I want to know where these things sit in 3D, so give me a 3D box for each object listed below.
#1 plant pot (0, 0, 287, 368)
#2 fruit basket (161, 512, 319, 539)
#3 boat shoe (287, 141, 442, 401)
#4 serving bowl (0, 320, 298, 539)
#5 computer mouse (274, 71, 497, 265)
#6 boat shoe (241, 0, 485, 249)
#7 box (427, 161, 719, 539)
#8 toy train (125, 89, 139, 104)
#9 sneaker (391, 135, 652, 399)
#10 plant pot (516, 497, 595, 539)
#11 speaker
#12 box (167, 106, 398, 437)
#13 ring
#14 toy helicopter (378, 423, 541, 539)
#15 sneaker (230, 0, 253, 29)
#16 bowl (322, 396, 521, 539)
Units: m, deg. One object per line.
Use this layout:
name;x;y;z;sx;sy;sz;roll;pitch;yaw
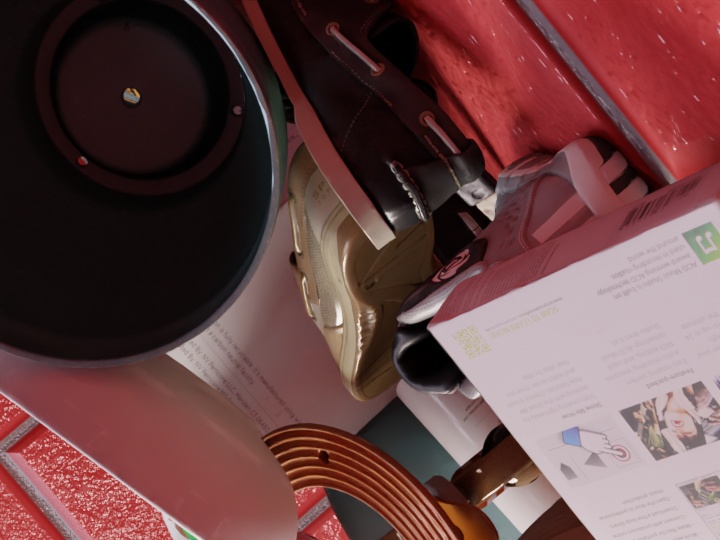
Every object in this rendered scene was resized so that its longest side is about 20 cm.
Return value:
plant pot;-0.123;-0.071;0.951;0.200;0.200;0.134;51;-159;-10
fruit basket;-0.049;0.209;1.200;0.185;0.094;0.200;27;158;23
boat shoe;0.000;0.000;1.001;0.065;0.072;0.200;46;166;25
serving bowl;-0.107;0.081;1.016;0.200;0.066;0.200;36;171;7
computer mouse;0.043;-0.036;1.010;0.140;0.046;0.200;10;144;53
boat shoe;-0.004;-0.097;0.902;0.072;0.068;0.200;45;-166;-48
box;0.136;0.065;0.705;0.144;0.036;0.200;-26;107;45
toy train;-0.166;-0.173;1.330;0.114;0.085;0.200;20;163;12
sneaker;0.056;0.007;0.840;0.075;0.115;0.200;49;172;5
plant pot;0.142;0.162;0.958;0.201;0.201;0.093;56;-160;-39
speaker;0.113;0.117;1.171;0.200;0.081;0.081;47;172;18
box;-0.067;0.009;1.211;0.131;0.200;0.199;42;172;44
ring;0.002;0.173;1.059;0.200;0.019;0.201;22;125;36
toy helicopter;0.058;0.124;1.079;0.079;0.132;0.200;49;131;5
sneaker;-0.143;-0.179;1.145;0.200;0.071;0.080;41;-155;12
bowl;0.073;0.141;1.288;0.201;0.105;0.201;45;-162;-19
